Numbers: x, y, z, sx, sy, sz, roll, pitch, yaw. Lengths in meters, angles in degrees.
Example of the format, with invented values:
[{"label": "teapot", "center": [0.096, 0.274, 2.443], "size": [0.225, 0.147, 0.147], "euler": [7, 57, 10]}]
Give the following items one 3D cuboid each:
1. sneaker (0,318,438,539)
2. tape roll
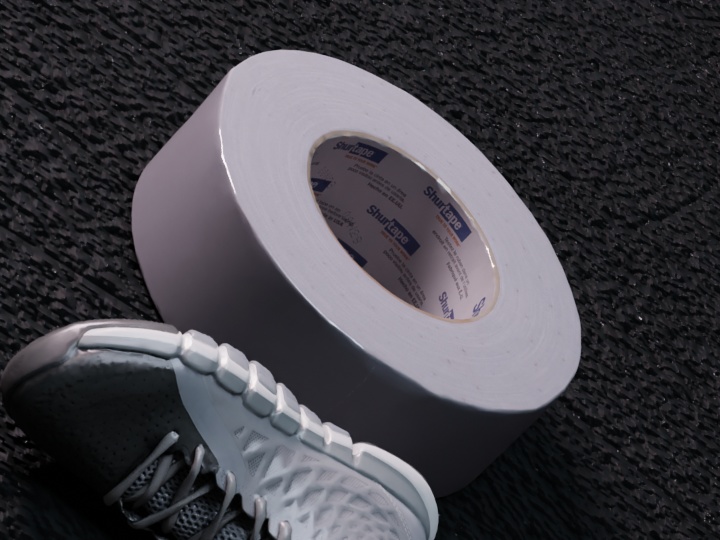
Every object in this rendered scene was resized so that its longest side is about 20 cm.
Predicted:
[{"label": "sneaker", "center": [-0.044, 0.099, 1.110], "size": [0.200, 0.075, 0.116], "euler": [26, 38, -30]}, {"label": "tape roll", "center": [0.000, 0.000, 1.289], "size": [0.200, 0.066, 0.201], "euler": [31, 32, -22]}]
